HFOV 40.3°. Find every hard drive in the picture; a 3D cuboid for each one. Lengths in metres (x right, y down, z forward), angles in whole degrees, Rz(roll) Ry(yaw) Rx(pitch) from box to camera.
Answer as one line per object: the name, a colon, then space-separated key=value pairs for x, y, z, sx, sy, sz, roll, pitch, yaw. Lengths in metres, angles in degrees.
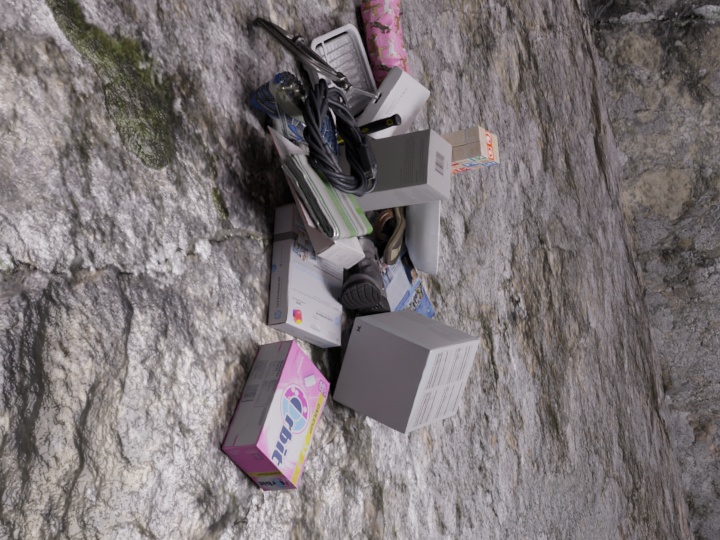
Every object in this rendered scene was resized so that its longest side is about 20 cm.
hard drive: x=0.064 y=-0.305 z=1.848 sx=0.132 sy=0.027 sz=0.200 roll=-56 pitch=164 yaw=9

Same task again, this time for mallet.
mallet: x=-0.010 y=-0.242 z=1.655 sx=0.041 sy=0.200 sz=0.066 roll=-27 pitch=94 yaw=-43

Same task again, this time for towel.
towel: x=-0.050 y=-0.114 z=1.547 sx=0.150 sy=0.031 sz=0.200 roll=62 pitch=16 yaw=5

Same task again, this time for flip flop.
flip flop: x=0.053 y=-0.087 z=1.832 sx=0.081 sy=0.057 sz=0.201 roll=99 pitch=-2 yaw=-46

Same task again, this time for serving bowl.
serving bowl: x=0.119 y=-0.092 z=1.886 sx=0.200 sy=0.065 sz=0.201 roll=1 pitch=90 yaw=-87

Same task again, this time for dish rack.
dish rack: x=-0.039 y=-0.348 z=1.783 sx=0.200 sy=0.043 sz=0.172 roll=-44 pitch=118 yaw=-55

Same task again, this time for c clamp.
c clamp: x=-0.083 y=-0.349 z=1.611 sx=0.200 sy=0.027 sz=0.171 roll=45 pitch=20 yaw=29

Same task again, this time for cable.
cable: x=-0.044 y=-0.211 z=1.563 sx=0.163 sy=0.051 sz=0.201 roll=-9 pitch=80 yaw=-58

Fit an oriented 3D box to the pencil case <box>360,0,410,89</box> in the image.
pencil case: x=0.056 y=-0.438 z=1.937 sx=0.083 sy=0.086 sz=0.201 roll=171 pitch=-91 yaw=-82

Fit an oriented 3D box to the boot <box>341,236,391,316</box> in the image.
boot: x=0.000 y=0.000 z=1.688 sx=0.200 sy=0.069 sz=0.132 roll=60 pitch=20 yaw=-73

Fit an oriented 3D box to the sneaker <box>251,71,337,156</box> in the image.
sneaker: x=-0.106 y=-0.247 z=1.601 sx=0.200 sy=0.085 sz=0.077 roll=45 pitch=37 yaw=-47

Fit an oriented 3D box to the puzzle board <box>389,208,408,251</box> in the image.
puzzle board: x=0.086 y=-0.146 z=1.966 sx=0.151 sy=0.017 sz=0.201 roll=-29 pitch=106 yaw=-57

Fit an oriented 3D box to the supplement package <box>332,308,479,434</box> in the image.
supplement package: x=0.080 y=0.168 z=1.684 sx=0.200 sy=0.151 sz=0.151 roll=-4 pitch=113 yaw=-60

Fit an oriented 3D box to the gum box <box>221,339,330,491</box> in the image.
gum box: x=-0.120 y=0.209 z=1.457 sx=0.114 sy=0.066 sz=0.201 roll=54 pitch=39 yaw=-36

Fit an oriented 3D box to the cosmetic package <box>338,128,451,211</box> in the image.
cosmetic package: x=0.054 y=-0.174 z=1.731 sx=0.085 sy=0.199 sz=0.108 roll=27 pitch=64 yaw=-52

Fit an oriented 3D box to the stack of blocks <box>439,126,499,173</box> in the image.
stack of blocks: x=0.152 y=-0.224 z=1.888 sx=0.115 sy=0.199 sz=0.059 roll=8 pitch=75 yaw=-59

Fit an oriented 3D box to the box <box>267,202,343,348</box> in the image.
box: x=-0.085 y=0.011 z=1.602 sx=0.156 sy=0.041 sz=0.201 roll=28 pitch=56 yaw=-53

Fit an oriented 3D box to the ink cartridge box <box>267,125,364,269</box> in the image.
ink cartridge box: x=-0.084 y=-0.114 z=1.562 sx=0.176 sy=0.045 sz=0.201 roll=27 pitch=35 yaw=-55

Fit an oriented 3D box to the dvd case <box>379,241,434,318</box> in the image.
dvd case: x=0.076 y=0.045 z=1.880 sx=0.143 sy=0.017 sz=0.201 roll=-53 pitch=127 yaw=-45
